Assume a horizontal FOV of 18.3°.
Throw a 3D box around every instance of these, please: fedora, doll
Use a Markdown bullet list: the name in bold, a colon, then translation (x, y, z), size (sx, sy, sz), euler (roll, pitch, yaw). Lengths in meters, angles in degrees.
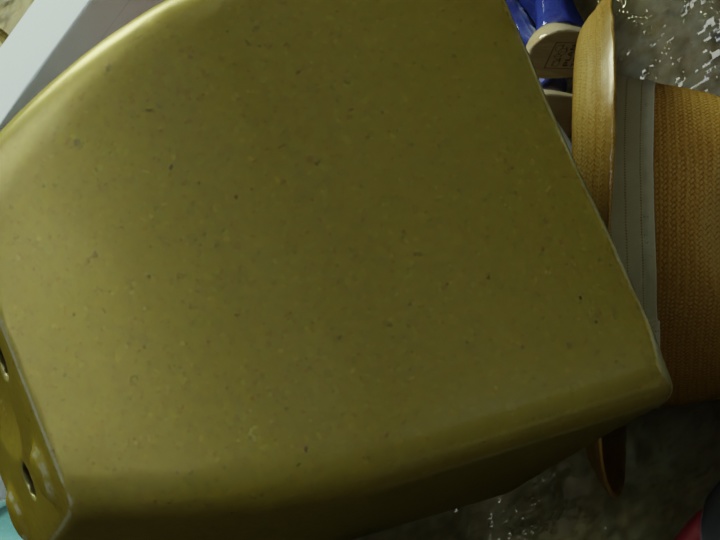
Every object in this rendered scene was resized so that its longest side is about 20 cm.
- **fedora**: translation (0.125, -0.009, 0.866), size (0.081, 0.201, 0.202), euler (-1, 58, 8)
- **doll**: translation (0.062, -0.160, 1.067), size (0.137, 0.048, 0.201), euler (105, 151, -45)

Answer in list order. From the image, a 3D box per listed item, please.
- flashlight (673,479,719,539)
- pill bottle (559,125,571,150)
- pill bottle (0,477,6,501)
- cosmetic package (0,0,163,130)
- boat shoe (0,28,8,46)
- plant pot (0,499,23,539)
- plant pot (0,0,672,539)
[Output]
- **flashlight**: translation (0.171, 0.078, 0.826), size (0.200, 0.068, 0.068), euler (-52, 9, -1)
- **pill bottle**: translation (0.000, 0.000, 1.001), size (0.200, 0.112, 0.113), euler (-41, 41, 29)
- **pill bottle**: translation (-0.200, 0.074, 1.163), size (0.111, 0.110, 0.200), euler (-56, 39, -1)
- **cosmetic package**: translation (-0.084, -0.114, 1.116), size (0.200, 0.150, 0.052), euler (-49, 38, 25)
- **boat shoe**: translation (-0.170, -0.087, 1.276), size (0.063, 0.073, 0.201), euler (-43, 44, 4)
- **plant pot**: translation (-0.057, 0.190, 0.891), size (0.187, 0.200, 0.202), euler (-3, 61, 28)
- **plant pot**: translation (-0.042, 0.010, 0.799), size (0.197, 0.199, 0.194), euler (66, 161, 9)
